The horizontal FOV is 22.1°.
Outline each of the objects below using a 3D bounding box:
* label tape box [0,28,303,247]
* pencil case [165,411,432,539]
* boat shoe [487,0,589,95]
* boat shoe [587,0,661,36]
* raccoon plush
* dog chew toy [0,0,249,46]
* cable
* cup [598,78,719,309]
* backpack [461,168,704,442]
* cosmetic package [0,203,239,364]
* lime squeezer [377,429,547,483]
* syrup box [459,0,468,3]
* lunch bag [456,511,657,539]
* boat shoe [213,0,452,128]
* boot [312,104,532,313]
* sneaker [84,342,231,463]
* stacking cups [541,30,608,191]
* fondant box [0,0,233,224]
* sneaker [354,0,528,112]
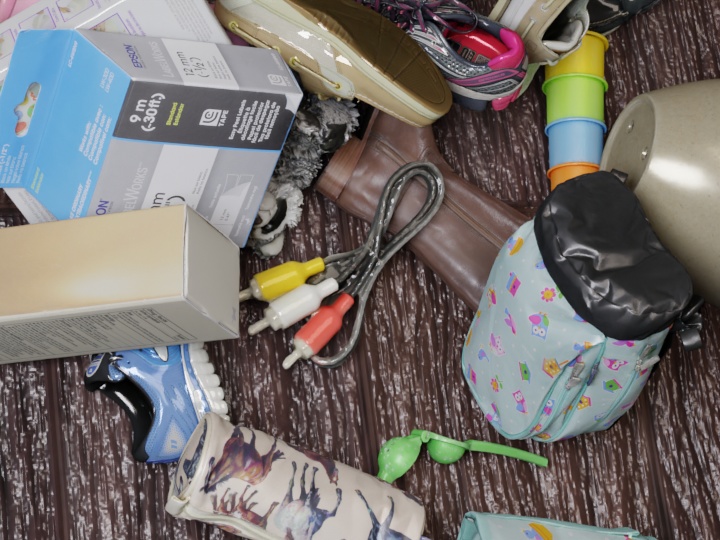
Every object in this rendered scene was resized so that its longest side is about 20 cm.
[{"bbox_3d":[-0.158,-0.092,1.312,0.199,0.144,0.066,1,40,-31],"label":"label tape box"},{"bbox_3d":[-0.047,0.173,1.336,0.199,0.078,0.090,24,40,-20],"label":"pencil case"},{"bbox_3d":[0.145,-0.199,1.499,0.068,0.200,0.075,40,61,17],"label":"boat shoe"},{"bbox_3d":[0.244,-0.267,1.638,0.199,0.066,0.075,-27,83,-26],"label":"boat shoe"},{"bbox_3d":[-0.057,-0.096,1.477,0.097,0.134,0.200,30,31,8],"label":"raccoon plush"},{"bbox_3d":[-0.177,-0.185,1.427,0.199,0.124,0.125,16,67,-24],"label":"dog chew toy"},{"bbox_3d":[0.000,0.000,1.439,0.200,0.050,0.097,-39,91,-6],"label":"cable"},{"bbox_3d":[0.280,-0.076,1.510,0.143,0.200,0.201,16,67,-15],"label":"cup"},{"bbox_3d":[0.164,0.042,1.431,0.126,0.200,0.167,-3,49,-22],"label":"backpack"},{"bbox_3d":[-0.194,0.012,1.301,0.199,0.105,0.071,-6,70,16],"label":"cosmetic package"},{"bbox_3d":[0.058,0.155,1.438,0.199,0.038,0.071,-21,80,-26],"label":"lime squeezer"},{"bbox_3d":[0.079,-0.275,1.504,0.079,0.200,0.081,46,61,0],"label":"syrup box"},{"bbox_3d":[0.144,0.285,1.380,0.170,0.122,0.201,11,74,-16],"label":"lunch bag"},{"bbox_3d":[-0.022,-0.169,1.411,0.200,0.066,0.074,36,37,-2],"label":"boat shoe"},{"bbox_3d":[0.087,-0.078,1.514,0.200,0.064,0.187,35,77,-3],"label":"boot"},{"bbox_3d":[-0.165,0.049,1.368,0.089,0.079,0.201,-13,77,-26],"label":"sneaker"},{"bbox_3d":[0.180,-0.102,1.568,0.060,0.060,0.201,9,73,-18],"label":"stacking cups"},{"bbox_3d":[-0.191,-0.136,1.343,0.200,0.144,0.058,-31,46,0],"label":"fondant box"},{"bbox_3d":[0.040,-0.195,1.457,0.199,0.075,0.081,18,72,3],"label":"sneaker"}]
